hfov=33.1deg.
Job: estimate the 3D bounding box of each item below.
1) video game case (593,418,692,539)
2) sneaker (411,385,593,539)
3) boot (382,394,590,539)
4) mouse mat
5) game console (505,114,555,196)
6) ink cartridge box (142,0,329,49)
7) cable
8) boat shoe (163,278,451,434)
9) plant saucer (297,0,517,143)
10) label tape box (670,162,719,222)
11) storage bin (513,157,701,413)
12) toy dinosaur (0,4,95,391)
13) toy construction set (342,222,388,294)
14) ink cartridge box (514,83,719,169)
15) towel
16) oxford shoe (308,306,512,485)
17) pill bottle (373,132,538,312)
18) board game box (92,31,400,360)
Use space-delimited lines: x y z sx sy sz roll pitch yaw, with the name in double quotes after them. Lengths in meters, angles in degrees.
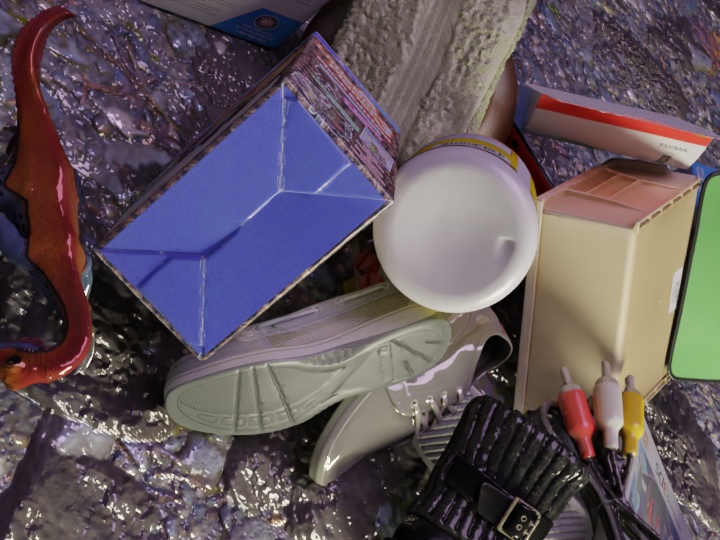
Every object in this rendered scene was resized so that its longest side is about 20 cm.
0.237 0.254 1.012 0.183 0.023 0.200 62 36 -32 "video game case"
0.104 0.150 0.982 0.200 0.074 0.082 48 8 -4 "sneaker"
0.122 0.210 0.882 0.211 0.079 0.158 46 66 -14 "boot"
0.371 0.011 1.136 0.160 0.008 0.201 5 102 -21 "mouse mat"
0.135 -0.137 1.164 0.172 0.119 0.200 -29 87 -53 "game console"
-0.074 -0.310 0.985 0.147 0.200 0.145 13 55 -43 "ink cartridge box"
0.194 0.161 0.940 0.097 0.050 0.201 6 48 -19 "cable"
-0.039 0.055 0.827 0.201 0.075 0.065 -18 47 -14 "boat shoe"
0.040 -0.162 1.037 0.201 0.200 0.037 59 -7 2 "plant saucer"
0.333 -0.033 1.240 0.063 0.200 0.145 37 41 -30 "label tape box"
0.229 0.017 1.093 0.198 0.093 0.201 -27 125 -54 "storage bin"
-0.196 -0.026 0.699 0.105 0.201 0.182 -6 36 -34 "toy dinosaur"
0.000 0.000 0.936 0.131 0.092 0.201 52 38 -47 "toy construction set"
0.226 -0.122 1.071 0.160 0.050 0.200 12 14 -3 "ink cartridge box"
0.046 -0.175 0.994 0.148 0.036 0.201 24 83 3 "towel"
0.041 0.091 0.888 0.058 0.075 0.200 40 59 21 "oxford shoe"
0.072 -0.041 0.865 0.109 0.109 0.200 55 12 -3 "pill bottle"
-0.064 -0.057 0.797 0.097 0.159 0.200 48 15 -12 "board game box"
